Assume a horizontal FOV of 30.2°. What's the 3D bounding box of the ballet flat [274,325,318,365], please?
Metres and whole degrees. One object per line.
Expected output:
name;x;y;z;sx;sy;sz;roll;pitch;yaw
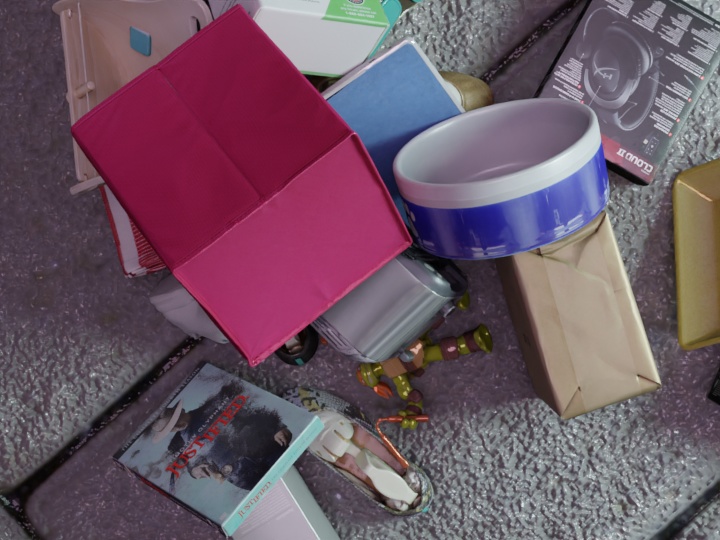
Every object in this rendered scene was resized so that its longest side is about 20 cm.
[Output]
ballet flat;-0.099;0.008;1.410;0.068;0.068;0.201;-28;91;4

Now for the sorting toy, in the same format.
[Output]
sorting toy;-0.209;-0.189;1.335;0.179;0.107;0.201;-13;80;40

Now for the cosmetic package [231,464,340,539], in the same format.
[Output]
cosmetic package;-0.088;0.265;1.405;0.090;0.107;0.201;-29;90;3

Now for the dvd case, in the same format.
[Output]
dvd case;-0.148;0.174;1.350;0.146;0.200;0.022;-48;129;-20

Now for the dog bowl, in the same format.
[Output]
dog bowl;0.136;-0.091;1.280;0.199;0.200;0.079;-16;115;2

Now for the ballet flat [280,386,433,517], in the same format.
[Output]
ballet flat;-0.004;0.193;1.417;0.200;0.072;0.072;37;93;0

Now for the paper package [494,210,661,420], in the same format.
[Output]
paper package;0.209;0.040;1.339;0.103;0.200;0.192;-18;91;1

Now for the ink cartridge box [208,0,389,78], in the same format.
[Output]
ink cartridge box;-0.076;-0.296;1.317;0.145;0.084;0.201;1;55;-31

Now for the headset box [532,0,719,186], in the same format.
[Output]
headset box;0.272;-0.193;1.387;0.148;0.077;0.201;29;94;0

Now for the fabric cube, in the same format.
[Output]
fabric cube;-0.105;-0.074;1.210;0.200;0.196;0.200;-37;58;-5

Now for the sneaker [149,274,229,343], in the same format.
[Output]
sneaker;-0.134;0.038;1.367;0.075;0.200;0.089;-45;113;-29

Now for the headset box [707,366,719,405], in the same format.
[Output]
headset box;0.485;0.078;1.386;0.173;0.093;0.201;21;93;1

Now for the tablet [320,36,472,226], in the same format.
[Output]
tablet;0.049;-0.135;1.368;0.130;0.014;0.200;-33;126;12

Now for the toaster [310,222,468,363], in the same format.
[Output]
toaster;0.000;0.000;1.342;0.200;0.114;0.129;45;106;15

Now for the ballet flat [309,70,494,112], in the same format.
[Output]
ballet flat;0.041;-0.180;1.394;0.199;0.072;0.068;8;100;1

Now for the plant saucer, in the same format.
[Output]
plant saucer;0.409;-0.028;1.333;0.048;0.200;0.201;19;64;-36

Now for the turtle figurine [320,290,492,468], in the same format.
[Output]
turtle figurine;0.058;0.093;1.407;0.161;0.064;0.201;-29;75;19

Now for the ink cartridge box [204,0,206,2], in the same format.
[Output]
ink cartridge box;-0.256;-0.326;1.371;0.199;0.119;0.042;27;95;-1

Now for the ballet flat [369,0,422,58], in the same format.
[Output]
ballet flat;0.028;-0.295;1.393;0.200;0.067;0.062;-48;52;-9

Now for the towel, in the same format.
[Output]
towel;-0.174;-0.087;1.405;0.199;0.023;0.145;-21;68;3
